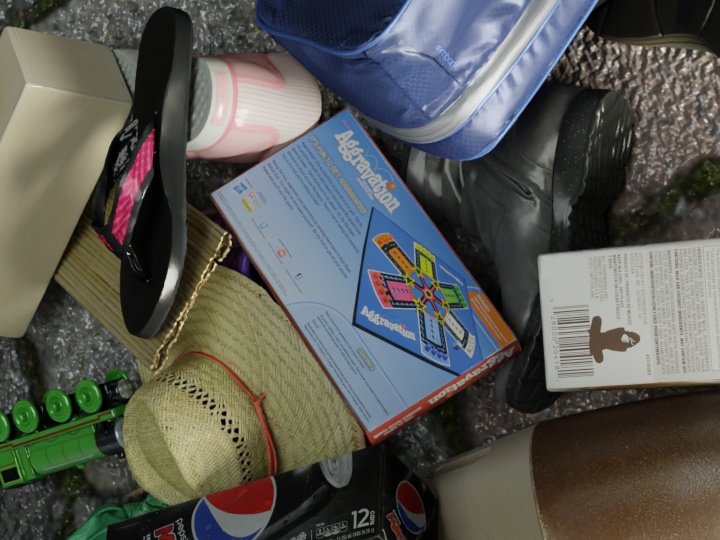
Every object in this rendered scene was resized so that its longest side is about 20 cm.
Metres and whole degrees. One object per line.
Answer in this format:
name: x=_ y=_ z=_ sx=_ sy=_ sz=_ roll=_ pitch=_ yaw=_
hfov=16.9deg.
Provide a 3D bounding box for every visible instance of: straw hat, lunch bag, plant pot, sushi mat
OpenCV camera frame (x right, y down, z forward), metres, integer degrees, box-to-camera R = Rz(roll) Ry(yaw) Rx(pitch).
straw hat: x=-0.097 y=0.102 z=1.480 sx=0.201 sy=0.085 sz=0.202 roll=22 pitch=126 yaw=34
lunch bag: x=0.057 y=-0.171 z=1.390 sx=0.200 sy=0.132 sz=0.136 roll=-54 pitch=38 yaw=-6
plant pot: x=0.219 y=0.136 z=1.308 sx=0.199 sy=0.187 sz=0.188 roll=-22 pitch=79 yaw=16
sushi mat: x=-0.142 y=-0.010 z=1.523 sx=0.096 sy=0.012 sz=0.200 roll=-59 pitch=32 yaw=3

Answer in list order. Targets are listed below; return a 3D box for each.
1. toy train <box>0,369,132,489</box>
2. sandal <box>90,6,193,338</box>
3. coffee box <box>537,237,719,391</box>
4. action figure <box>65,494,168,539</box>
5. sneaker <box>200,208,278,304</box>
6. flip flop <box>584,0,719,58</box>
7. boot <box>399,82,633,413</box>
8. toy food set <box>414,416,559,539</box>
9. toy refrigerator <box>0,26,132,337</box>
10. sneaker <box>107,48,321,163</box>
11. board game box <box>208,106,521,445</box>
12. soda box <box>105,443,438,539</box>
toy train: x=-0.219 y=0.113 z=1.604 sx=0.199 sy=0.042 sz=0.057 roll=-18 pitch=90 yaw=38
sandal: x=-0.135 y=-0.060 z=1.454 sx=0.075 sy=0.045 sz=0.201 roll=-3 pitch=83 yaw=59
coffee box: x=0.212 y=0.022 z=1.335 sx=0.199 sy=0.114 sz=0.080 roll=-5 pitch=87 yaw=28
action figure: x=-0.184 y=0.221 z=1.590 sx=0.118 sy=0.055 sz=0.200 roll=45 pitch=103 yaw=23
sneaker: x=-0.073 y=-0.004 z=1.512 sx=0.199 sy=0.083 sz=0.081 roll=-7 pitch=86 yaw=30
flip flop: x=0.211 y=-0.148 z=1.373 sx=0.200 sy=0.057 sz=0.081 roll=14 pitch=92 yaw=44
boot: x=0.081 y=-0.023 z=1.444 sx=0.131 sy=0.070 sz=0.201 roll=13 pitch=86 yaw=33
toy food set: x=0.095 y=0.202 z=1.431 sx=0.143 sy=0.060 sz=0.201 roll=-24 pitch=85 yaw=36
toy refrigerator: x=-0.224 y=-0.056 z=1.567 sx=0.200 sy=0.076 sz=0.070 roll=-61 pitch=36 yaw=31
sneaker: x=-0.096 y=-0.101 z=1.540 sx=0.200 sy=0.104 sz=0.076 roll=5 pitch=93 yaw=59
board game box: x=0.000 y=0.000 z=1.426 sx=0.103 sy=0.019 sz=0.200 roll=-32 pitch=58 yaw=-4
soda box: x=-0.055 y=0.167 z=1.424 sx=0.199 sy=0.071 sz=0.064 roll=-19 pitch=49 yaw=26
